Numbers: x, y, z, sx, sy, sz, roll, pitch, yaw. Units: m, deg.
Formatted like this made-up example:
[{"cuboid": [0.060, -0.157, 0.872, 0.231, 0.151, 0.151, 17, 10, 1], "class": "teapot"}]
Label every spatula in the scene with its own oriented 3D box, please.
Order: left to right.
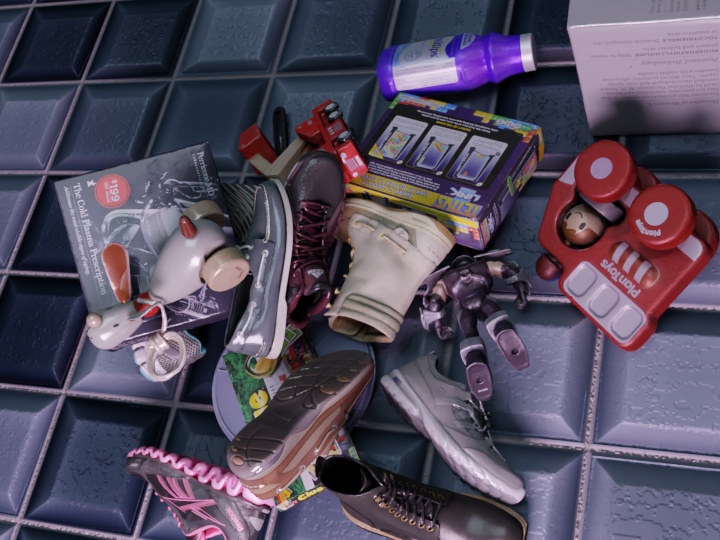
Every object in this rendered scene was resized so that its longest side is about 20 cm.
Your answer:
[{"cuboid": [-0.109, -0.137, 1.314, 0.056, 0.021, 0.200, -14, 58, 19], "class": "spatula"}]

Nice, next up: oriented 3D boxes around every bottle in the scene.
[{"cuboid": [0.124, -0.265, 1.264, 0.200, 0.065, 0.084, -5, 35, 19], "class": "bottle"}]

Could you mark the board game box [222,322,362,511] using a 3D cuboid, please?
[{"cuboid": [-0.078, 0.157, 1.102, 0.105, 0.023, 0.200, -28, 57, 3], "class": "board game box"}]

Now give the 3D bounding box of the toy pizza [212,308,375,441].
[{"cuboid": [-0.077, 0.129, 1.149, 0.200, 0.032, 0.200, -8, 60, 13], "class": "toy pizza"}]

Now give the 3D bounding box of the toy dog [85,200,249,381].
[{"cuboid": [-0.212, 0.005, 1.033, 0.132, 0.096, 0.200, 31, 82, 29], "class": "toy dog"}]

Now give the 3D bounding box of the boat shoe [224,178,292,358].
[{"cuboid": [-0.114, -0.005, 1.076, 0.062, 0.073, 0.200, 5, 82, -23], "class": "boat shoe"}]

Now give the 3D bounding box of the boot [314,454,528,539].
[{"cuboid": [0.057, 0.237, 0.976, 0.200, 0.138, 0.078, 4, 64, 21], "class": "boot"}]

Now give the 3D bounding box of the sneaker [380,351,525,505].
[{"cuboid": [0.108, 0.159, 1.038, 0.082, 0.075, 0.200, -38, 60, -11], "class": "sneaker"}]

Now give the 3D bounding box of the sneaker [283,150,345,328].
[{"cuboid": [-0.049, -0.026, 1.096, 0.116, 0.076, 0.200, -130, 50, -62], "class": "sneaker"}]

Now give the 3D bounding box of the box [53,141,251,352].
[{"cuboid": [-0.236, -0.026, 1.151, 0.182, 0.104, 0.200, -16, 85, -8], "class": "box"}]

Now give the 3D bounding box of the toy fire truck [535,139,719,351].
[{"cuboid": [0.274, -0.033, 1.070, 0.168, 0.112, 0.200, -51, 55, 12], "class": "toy fire truck"}]

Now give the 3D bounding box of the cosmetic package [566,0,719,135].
[{"cuboid": [0.336, -0.277, 1.115, 0.166, 0.200, 0.168, 1, 63, 22], "class": "cosmetic package"}]

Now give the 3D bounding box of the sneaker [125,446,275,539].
[{"cuboid": [-0.190, 0.259, 1.104, 0.200, 0.079, 0.096, 13, 80, 28], "class": "sneaker"}]

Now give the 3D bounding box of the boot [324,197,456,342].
[{"cuboid": [0.000, 0.000, 1.146, 0.200, 0.072, 0.155, 14, 68, 46], "class": "boot"}]

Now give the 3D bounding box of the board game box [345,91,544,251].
[{"cuboid": [0.096, -0.124, 1.193, 0.200, 0.057, 0.165, 20, 61, 29], "class": "board game box"}]

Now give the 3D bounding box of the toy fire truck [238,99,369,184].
[{"cuboid": [-0.074, -0.146, 1.218, 0.141, 0.049, 0.200, -31, 33, 6], "class": "toy fire truck"}]

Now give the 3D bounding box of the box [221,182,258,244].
[{"cuboid": [-0.153, -0.065, 1.255, 0.200, 0.068, 0.082, 5, 79, 23], "class": "box"}]

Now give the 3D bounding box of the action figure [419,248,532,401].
[{"cuboid": [0.128, 0.045, 1.083, 0.130, 0.069, 0.200, -29, 32, 14], "class": "action figure"}]

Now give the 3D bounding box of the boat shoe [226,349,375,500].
[{"cuboid": [-0.057, 0.160, 1.042, 0.076, 0.072, 0.200, 20, 49, 43], "class": "boat shoe"}]

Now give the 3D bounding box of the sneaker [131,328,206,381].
[{"cuboid": [-0.240, 0.039, 1.243, 0.091, 0.078, 0.200, -15, 67, 5], "class": "sneaker"}]
